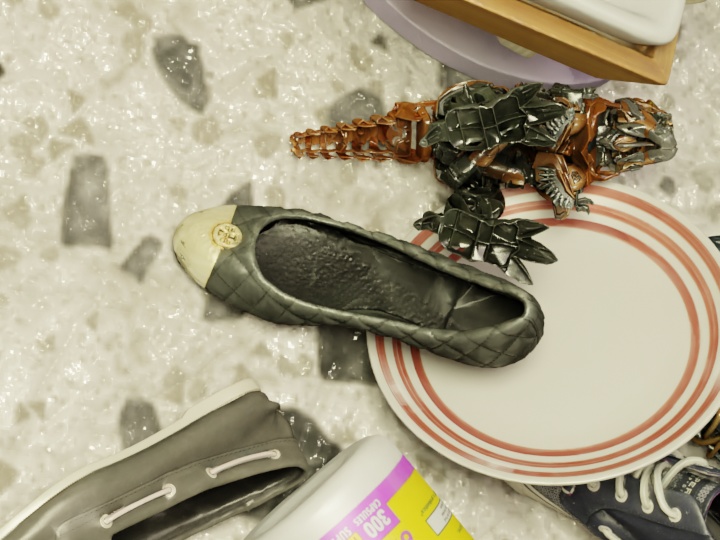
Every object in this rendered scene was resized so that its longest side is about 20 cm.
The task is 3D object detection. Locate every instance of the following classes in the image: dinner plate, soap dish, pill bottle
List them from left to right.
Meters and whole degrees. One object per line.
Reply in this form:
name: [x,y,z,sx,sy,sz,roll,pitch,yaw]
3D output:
pill bottle: [0.034,0.187,1.160,0.104,0.104,0.200,-41,92,-27]
soap dish: [0.098,-0.204,1.188,0.157,0.081,0.201,20,69,-17]
dinner plate: [0.103,0.033,1.240,0.199,0.024,0.201,-2,54,3]

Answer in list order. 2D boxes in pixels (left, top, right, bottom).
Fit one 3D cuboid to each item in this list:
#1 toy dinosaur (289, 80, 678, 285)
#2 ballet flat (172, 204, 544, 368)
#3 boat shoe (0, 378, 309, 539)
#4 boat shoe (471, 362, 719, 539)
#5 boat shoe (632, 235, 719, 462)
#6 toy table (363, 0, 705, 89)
toy dinosaur: [0.069,-0.061,1.255,0.199,0.136,0.103,-19,110,7]
ballet flat: [0.000,0.000,1.208,0.199,0.057,0.067,14,65,5]
boat shoe: [-0.110,0.121,1.138,0.200,0.067,0.057,-32,72,-30]
boat shoe: [0.148,0.107,1.236,0.200,0.093,0.075,39,64,-6]
boat shoe: [0.199,0.077,1.286,0.090,0.071,0.201,-3,71,-19]
toy table: [0.090,-0.183,1.289,0.199,0.117,0.185,15,69,-19]
